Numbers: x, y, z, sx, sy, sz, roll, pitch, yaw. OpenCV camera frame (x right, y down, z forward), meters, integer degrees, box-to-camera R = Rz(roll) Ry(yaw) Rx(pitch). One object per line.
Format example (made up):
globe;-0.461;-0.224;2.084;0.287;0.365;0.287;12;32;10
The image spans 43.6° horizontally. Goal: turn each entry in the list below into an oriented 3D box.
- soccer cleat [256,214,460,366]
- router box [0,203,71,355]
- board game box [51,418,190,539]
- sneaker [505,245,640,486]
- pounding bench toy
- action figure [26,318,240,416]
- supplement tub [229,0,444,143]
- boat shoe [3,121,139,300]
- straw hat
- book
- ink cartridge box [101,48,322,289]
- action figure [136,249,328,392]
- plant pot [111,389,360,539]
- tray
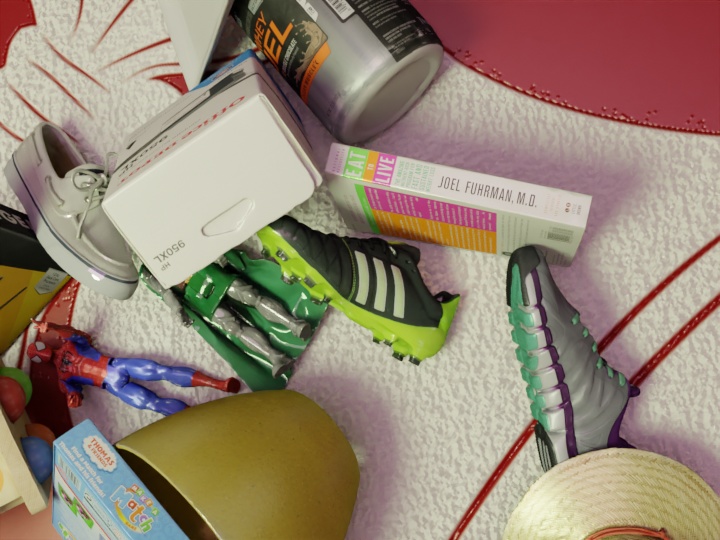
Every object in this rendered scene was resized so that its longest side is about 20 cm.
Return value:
soccer cleat;0.000;0.000;0.730;0.199;0.067;0.082;37;76;-29
router box;-0.342;0.011;0.756;0.051;0.200;0.149;43;92;17
board game box;-0.188;0.220;0.719;0.151;0.201;0.036;46;55;12
sneaker;0.174;0.073;0.726;0.086;0.074;0.203;-13;98;-2
pounding bench toy;-0.347;0.151;0.775;0.154;0.200;0.126;-25;98;-15
action figure;-0.214;0.092;0.781;0.197;0.099;0.066;14;85;14
supplement tub;-0.033;-0.218;0.765;0.122;0.122;0.201;-41;78;4
boat shoe;-0.239;-0.066;0.790;0.086;0.074;0.202;-53;55;16
straw hat;0.205;0.240;0.666;0.198;0.085;0.204;1;101;4
book;0.078;-0.050;0.722;0.197;0.134;0.049;13;82;11
ink cartridge box;-0.118;-0.090;0.723;0.144;0.200;0.085;-34;114;5
action figure;-0.133;0.016;0.797;0.199;0.055;0.119;33;93;16
plant pot;-0.082;0.178;0.712;0.141;0.201;0.200;-36;77;-32
tray;-0.134;-0.241;0.765;0.022;0.200;0.109;-15;79;-24
